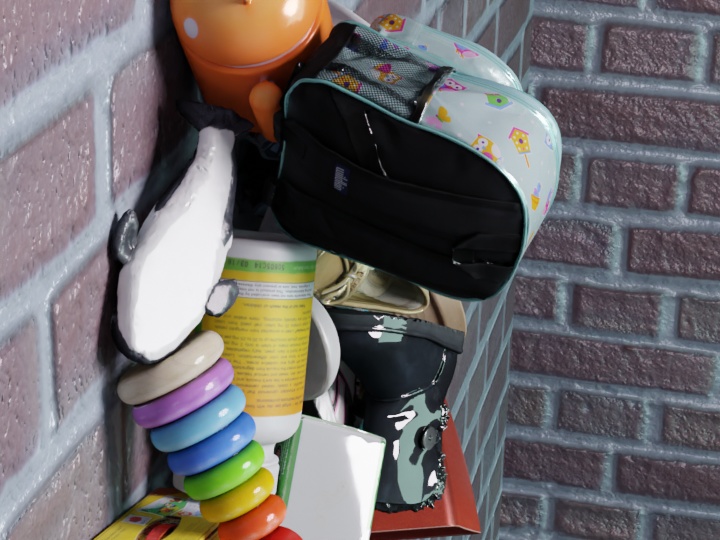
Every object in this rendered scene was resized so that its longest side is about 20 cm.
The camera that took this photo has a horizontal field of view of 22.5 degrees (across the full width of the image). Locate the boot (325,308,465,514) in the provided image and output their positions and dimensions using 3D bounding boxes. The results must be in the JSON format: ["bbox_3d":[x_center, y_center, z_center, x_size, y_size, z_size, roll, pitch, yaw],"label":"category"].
[{"bbox_3d":[0.023,0.123,1.553,0.200,0.076,0.169,17,80,-60],"label":"boot"}]

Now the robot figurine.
[{"bbox_3d":[-0.079,-0.181,1.352,0.144,0.116,0.200,-62,163,-18],"label":"robot figurine"}]

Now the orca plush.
[{"bbox_3d":[-0.144,-0.025,1.310,0.105,0.071,0.201,13,75,-33],"label":"orca plush"}]

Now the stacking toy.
[{"bbox_3d":[-0.095,0.147,1.312,0.201,0.085,0.085,62,19,-9],"label":"stacking toy"}]

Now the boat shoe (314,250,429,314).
[{"bbox_3d":[-0.001,0.002,1.527,0.073,0.063,0.201,-53,157,6],"label":"boat shoe"}]

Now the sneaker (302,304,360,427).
[{"bbox_3d":[-0.025,0.092,1.601,0.086,0.080,0.201,-25,112,-28],"label":"sneaker"}]

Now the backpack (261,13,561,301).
[{"bbox_3d":[0.049,-0.080,1.329,0.153,0.199,0.176,-49,160,-41],"label":"backpack"}]

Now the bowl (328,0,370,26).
[{"bbox_3d":[-0.012,-0.146,1.610,0.090,0.201,0.201,-47,159,-10],"label":"bowl"}]

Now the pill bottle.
[{"bbox_3d":[-0.097,0.072,1.403,0.111,0.110,0.201,-16,112,-77],"label":"pill bottle"}]

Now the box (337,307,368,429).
[{"bbox_3d":[-0.032,0.131,1.670,0.201,0.082,0.049,-65,170,9],"label":"box"}]

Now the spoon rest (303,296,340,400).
[{"bbox_3d":[-0.072,0.076,1.513,0.100,0.060,0.200,60,-28,10],"label":"spoon rest"}]

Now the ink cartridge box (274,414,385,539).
[{"bbox_3d":[-0.062,0.211,1.511,0.200,0.083,0.147,152,-49,-66],"label":"ink cartridge box"}]

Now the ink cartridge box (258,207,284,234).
[{"bbox_3d":[-0.025,-0.076,1.510,0.094,0.044,0.201,-20,141,-50],"label":"ink cartridge box"}]

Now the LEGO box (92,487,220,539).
[{"bbox_3d":[-0.152,0.261,1.328,0.200,0.077,0.150,-33,128,-75],"label":"LEGO box"}]

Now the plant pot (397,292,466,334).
[{"bbox_3d":[0.008,0.020,1.819,0.093,0.201,0.201,-37,147,-20],"label":"plant pot"}]

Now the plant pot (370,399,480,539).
[{"bbox_3d":[0.005,0.180,1.808,0.200,0.199,0.177,45,40,-75],"label":"plant pot"}]

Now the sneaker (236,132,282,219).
[{"bbox_3d":[-0.078,-0.077,1.564,0.096,0.079,0.201,-47,152,-30],"label":"sneaker"}]
